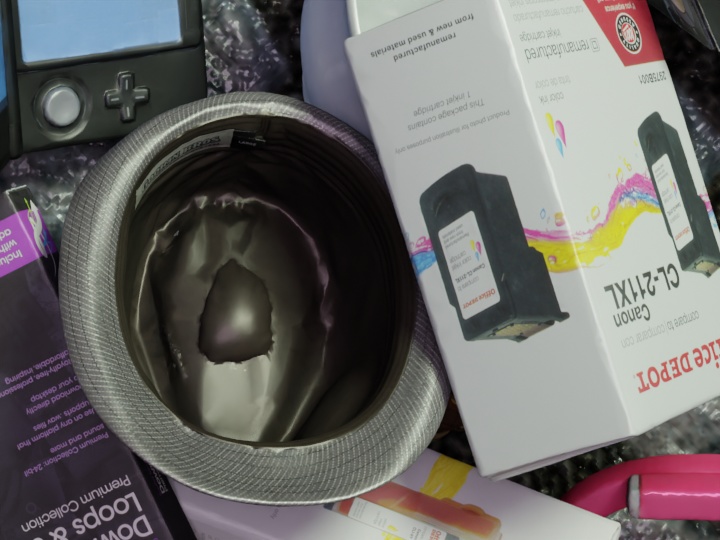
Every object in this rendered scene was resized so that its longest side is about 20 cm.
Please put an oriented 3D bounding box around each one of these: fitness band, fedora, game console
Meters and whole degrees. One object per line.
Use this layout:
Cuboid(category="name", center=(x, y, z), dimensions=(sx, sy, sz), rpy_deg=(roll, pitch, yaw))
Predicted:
Cuboid(category="fitness band", center=(0.181, 0.160, 1.250), dimensions=(0.199, 0.037, 0.144), rpy_deg=(3, 117, 5))
Cuboid(category="fedora", center=(-0.050, 0.024, 1.127), dimensions=(0.176, 0.090, 0.201), rpy_deg=(-2, 66, -16))
Cuboid(category="game console", center=(-0.131, -0.147, 1.161), dimensions=(0.175, 0.116, 0.201), rpy_deg=(-11, 106, -30))

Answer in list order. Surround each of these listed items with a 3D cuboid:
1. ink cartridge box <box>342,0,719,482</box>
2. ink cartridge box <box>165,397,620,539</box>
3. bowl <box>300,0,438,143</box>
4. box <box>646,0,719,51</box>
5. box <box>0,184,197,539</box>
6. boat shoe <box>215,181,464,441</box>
Cuboid(category="ink cartridge box", center=(0.089, -0.024, 1.126), dimensions=(0.083, 0.146, 0.201), rpy_deg=(-19, 89, 32))
Cuboid(category="ink cartridge box", center=(0.010, 0.150, 1.192), dimensions=(0.199, 0.146, 0.084), rpy_deg=(21, 53, 13))
Cuboid(category="bowl", center=(0.036, -0.092, 1.238), dimensions=(0.200, 0.090, 0.202), rpy_deg=(20, 61, -40))
Cuboid(category="box", center=(0.182, -0.205, 1.208), dimensions=(0.163, 0.200, 0.086), rpy_deg=(-30, 118, -4))
Cuboid(category="box", center=(-0.168, 0.083, 1.131), dimensions=(0.142, 0.036, 0.201), rpy_deg=(-26, 91, 12))
Cuboid(category="boat shoe", center=(0.000, 0.001, 1.231), dimensions=(0.200, 0.067, 0.072), rpy_deg=(48, 48, -22))
